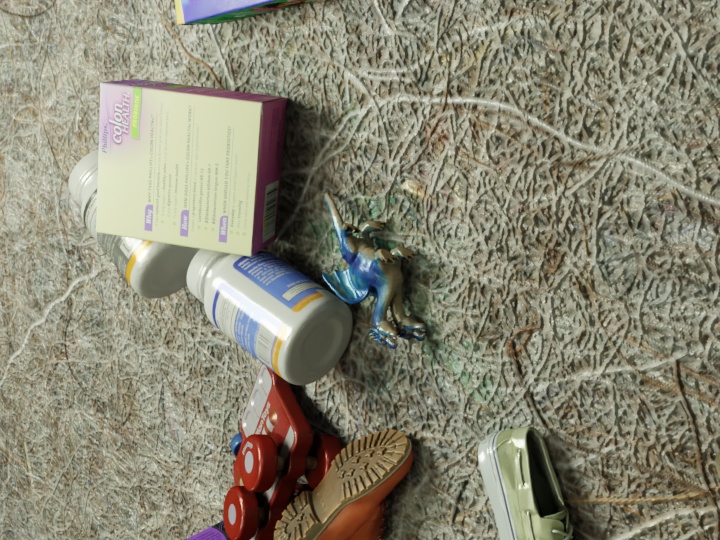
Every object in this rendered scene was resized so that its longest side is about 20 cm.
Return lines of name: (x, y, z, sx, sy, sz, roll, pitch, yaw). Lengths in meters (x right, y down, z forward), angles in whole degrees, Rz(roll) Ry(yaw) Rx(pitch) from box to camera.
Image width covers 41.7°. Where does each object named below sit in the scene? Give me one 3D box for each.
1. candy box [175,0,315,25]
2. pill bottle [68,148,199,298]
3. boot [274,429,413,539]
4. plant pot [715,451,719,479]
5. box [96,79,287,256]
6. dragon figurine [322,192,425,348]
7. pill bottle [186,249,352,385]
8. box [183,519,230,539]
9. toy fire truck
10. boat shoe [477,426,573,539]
candy box: (-0.131, -0.378, 1.071, 0.199, 0.077, 0.171, 1, 100, 44)
pill bottle: (-0.302, -0.068, 1.270, 0.200, 0.116, 0.117, 47, 127, 26)
boot: (0.004, 0.269, 1.098, 0.200, 0.107, 0.075, -44, 29, 16)
plant pot: (0.381, 0.147, 0.655, 0.200, 0.199, 0.174, 48, 111, 24)
box: (-0.199, -0.125, 1.118, 0.198, 0.097, 0.177, 8, 105, 11)
dragon figurine: (0.000, 0.000, 1.045, 0.200, 0.059, 0.100, 41, 124, 27)
pill bottle: (-0.114, 0.041, 1.123, 0.199, 0.112, 0.113, 32, 119, 34)
box: (-0.191, 0.446, 1.274, 0.106, 0.122, 0.201, 38, 123, 29)
toy fire truck: (-0.114, 0.236, 1.184, 0.168, 0.111, 0.201, 58, 135, 49)
boat shoe: (0.175, 0.252, 0.931, 0.062, 0.072, 0.201, -32, 75, 44)
